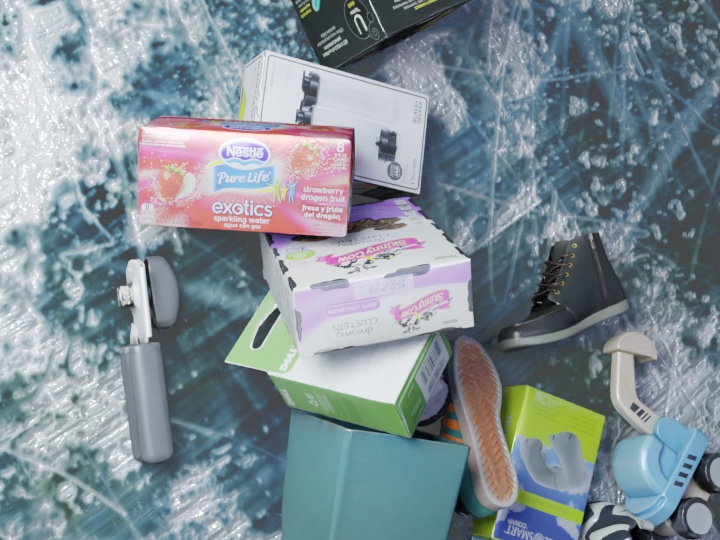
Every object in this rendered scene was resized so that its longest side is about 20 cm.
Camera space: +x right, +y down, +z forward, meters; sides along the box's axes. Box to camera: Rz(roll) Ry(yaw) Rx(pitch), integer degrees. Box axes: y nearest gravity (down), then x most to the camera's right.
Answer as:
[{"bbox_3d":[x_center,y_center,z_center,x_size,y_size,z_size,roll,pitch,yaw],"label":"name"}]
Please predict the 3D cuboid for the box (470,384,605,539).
[{"bbox_3d":[0.202,0.245,1.255,0.122,0.048,0.201,22,74,-23],"label":"box"}]

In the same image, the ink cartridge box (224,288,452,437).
[{"bbox_3d":[-0.022,0.087,1.082,0.104,0.199,0.059,-60,144,-30],"label":"ink cartridge box"}]

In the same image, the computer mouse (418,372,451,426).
[{"bbox_3d":[0.036,0.064,1.192,0.200,0.046,0.140,45,70,-4],"label":"computer mouse"}]

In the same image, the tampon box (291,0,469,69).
[{"bbox_3d":[-0.001,-0.336,1.156,0.126,0.150,0.201,-29,98,-26],"label":"tampon box"}]

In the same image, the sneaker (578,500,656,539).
[{"bbox_3d":[0.289,0.366,1.240,0.079,0.129,0.200,25,74,-22],"label":"sneaker"}]

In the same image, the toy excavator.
[{"bbox_3d":[0.350,0.200,1.318,0.200,0.100,0.195,38,67,-10],"label":"toy excavator"}]

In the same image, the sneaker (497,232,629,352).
[{"bbox_3d":[0.223,0.026,1.283,0.200,0.075,0.107,-18,88,-37],"label":"sneaker"}]

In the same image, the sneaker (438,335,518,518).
[{"bbox_3d":[0.113,0.174,1.207,0.071,0.080,0.201,13,57,-35],"label":"sneaker"}]

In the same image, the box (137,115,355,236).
[{"bbox_3d":[-0.106,-0.092,1.047,0.199,0.100,0.096,4,104,1],"label":"box"}]

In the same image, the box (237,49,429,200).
[{"bbox_3d":[-0.030,-0.151,1.170,0.199,0.060,0.117,10,80,-27],"label":"box"}]

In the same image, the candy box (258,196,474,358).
[{"bbox_3d":[0.000,0.000,1.064,0.167,0.200,0.072,-9,112,-12],"label":"candy box"}]

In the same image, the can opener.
[{"bbox_3d":[-0.201,0.085,1.059,0.066,0.053,0.201,-2,85,-28],"label":"can opener"}]

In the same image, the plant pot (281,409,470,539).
[{"bbox_3d":[0.000,0.256,1.100,0.141,0.141,0.201,13,85,-26],"label":"plant pot"}]
